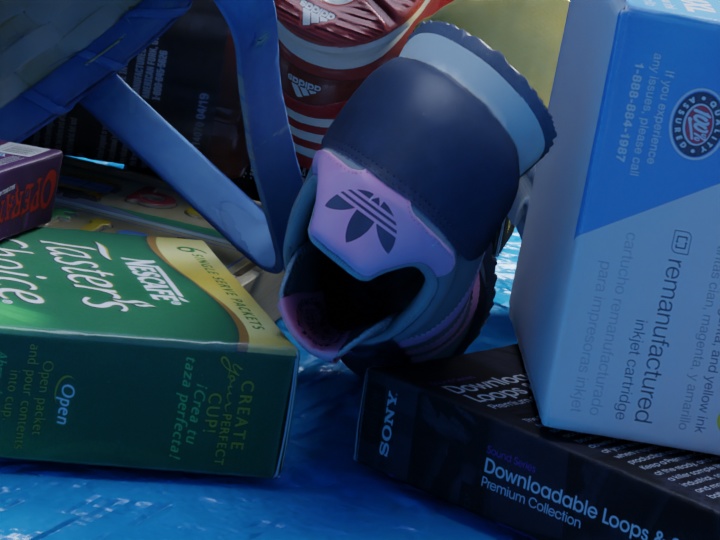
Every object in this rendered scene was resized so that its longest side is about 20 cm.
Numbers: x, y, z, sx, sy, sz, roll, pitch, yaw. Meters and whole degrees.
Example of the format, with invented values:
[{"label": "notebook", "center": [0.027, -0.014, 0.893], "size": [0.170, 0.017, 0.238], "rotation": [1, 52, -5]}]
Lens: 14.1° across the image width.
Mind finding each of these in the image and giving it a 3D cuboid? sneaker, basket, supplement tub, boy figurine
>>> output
[{"label": "sneaker", "center": [0.020, -0.115, 1.063], "size": [0.078, 0.116, 0.200], "rotation": [33, 54, 15]}, {"label": "sneaker", "center": [0.000, 0.000, 0.886], "size": [0.070, 0.082, 0.200], "rotation": [36, -23, 11]}, {"label": "basket", "center": [-0.094, -0.098, 0.948], "size": [0.200, 0.177, 0.139], "rotation": [37, 68, 23]}, {"label": "supplement tub", "center": [-0.131, -0.100, 1.084], "size": [0.199, 0.107, 0.107], "rotation": [10, 15, -6]}, {"label": "boy figurine", "center": [0.085, -0.100, 1.030], "size": [0.200, 0.065, 0.124], "rotation": [-40, 3, -41]}]

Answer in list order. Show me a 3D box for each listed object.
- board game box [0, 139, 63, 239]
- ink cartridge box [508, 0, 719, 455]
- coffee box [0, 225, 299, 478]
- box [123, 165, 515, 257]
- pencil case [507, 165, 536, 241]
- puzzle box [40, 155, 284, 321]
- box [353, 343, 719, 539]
[{"label": "board game box", "center": [-0.176, -0.024, 0.849], "size": [0.120, 0.032, 0.200], "rotation": [15, 11, 12]}, {"label": "ink cartridge box", "center": [0.157, -0.014, 0.880], "size": [0.199, 0.129, 0.125], "rotation": [9, 14, -4]}, {"label": "coffee box", "center": [-0.128, 0.017, 0.871], "size": [0.199, 0.044, 0.123], "rotation": [6, 14, -18]}, {"label": "box", "center": [0.000, -0.118, 1.154], "size": [0.159, 0.201, 0.049], "rotation": [12, 16, 9]}, {"label": "pencil case", "center": [0.150, -0.047, 1.057], "size": [0.199, 0.083, 0.091], "rotation": [-23, -22, 3]}, {"label": "puzzle box", "center": [-0.118, -0.017, 1.042], "size": [0.199, 0.026, 0.133], "rotation": [13, 14, 13]}, {"label": "box", "center": [0.117, 0.066, 0.872], "size": [0.200, 0.036, 0.143], "rotation": [23, 19, 37]}]
